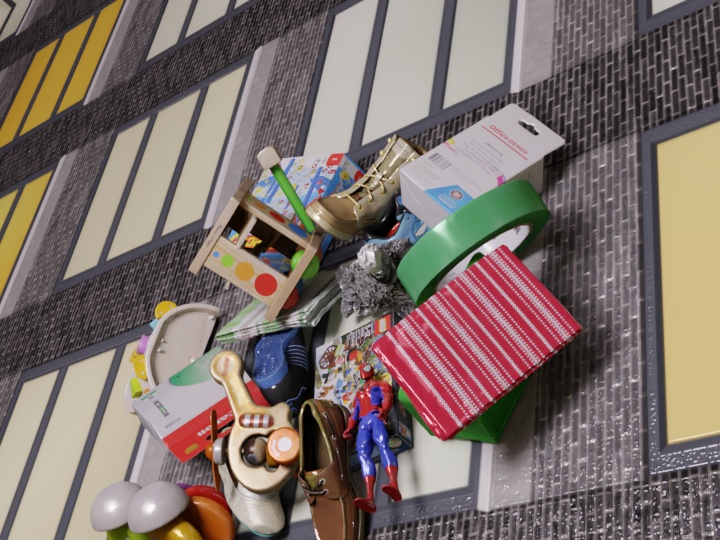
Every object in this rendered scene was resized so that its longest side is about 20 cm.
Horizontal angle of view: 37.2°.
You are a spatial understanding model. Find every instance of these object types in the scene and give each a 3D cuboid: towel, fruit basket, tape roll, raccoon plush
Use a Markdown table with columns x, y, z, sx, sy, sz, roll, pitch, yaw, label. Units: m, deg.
| x | y | z | sx | sy | sz | roll | pitch | yaw | label |
| --- | --- | --- | --- | --- | --- | --- | --- | --- | --- |
| -0.108 | 0.054 | 1.598 | 0.198 | 0.031 | 0.149 | -16 | 19 | 40 | towel |
| 0.108 | 0.090 | 1.286 | 0.213 | 0.156 | 0.218 | -12 | 57 | 19 | fruit basket |
| 0.127 | 0.078 | 1.188 | 0.199 | 0.023 | 0.145 | -37 | 64 | -8 | towel |
| 0.139 | -0.031 | 1.315 | 0.200 | 0.200 | 0.048 | -38 | 74 | 14 | tape roll |
| 0.000 | 0.000 | 1.441 | 0.132 | 0.200 | 0.098 | -10 | 62 | 24 | raccoon plush |

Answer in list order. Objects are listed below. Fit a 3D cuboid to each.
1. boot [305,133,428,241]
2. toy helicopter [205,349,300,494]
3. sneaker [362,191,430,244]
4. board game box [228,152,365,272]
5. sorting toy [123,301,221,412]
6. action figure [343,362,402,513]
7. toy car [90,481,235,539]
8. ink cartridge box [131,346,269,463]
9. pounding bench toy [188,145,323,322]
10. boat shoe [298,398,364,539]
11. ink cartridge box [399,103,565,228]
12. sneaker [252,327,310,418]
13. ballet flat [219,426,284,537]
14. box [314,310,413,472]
| x | y | z | sx | sy | sz | roll | pitch | yaw | label |
| --- | --- | --- | --- | --- | --- | --- | --- | --- | --- |
| 0.016 | -0.120 | 1.513 | 0.073 | 0.199 | 0.156 | 46 | 112 | 20 | boot |
| -0.154 | 0.197 | 1.391 | 0.131 | 0.079 | 0.201 | -27 | 65 | -2 | toy helicopter |
| 0.087 | -0.080 | 1.496 | 0.199 | 0.090 | 0.079 | -39 | 36 | 8 | sneaker |
| -0.113 | -0.092 | 1.750 | 0.199 | 0.056 | 0.197 | 1 | 58 | 47 | board game box |
| -0.333 | 0.153 | 1.745 | 0.180 | 0.106 | 0.202 | -33 | 33 | 52 | sorting toy |
| 0.014 | 0.191 | 1.298 | 0.065 | 0.052 | 0.201 | -34 | 36 | 24 | action figure |
| -0.246 | 0.345 | 1.416 | 0.198 | 0.177 | 0.150 | -10 | 19 | 41 | toy car |
| -0.232 | 0.190 | 1.552 | 0.160 | 0.051 | 0.199 | -33 | 20 | -19 | ink cartridge box |
| -0.118 | -0.056 | 1.512 | 0.201 | 0.155 | 0.124 | -57 | 6 | 16 | pounding bench toy |
| -0.046 | 0.257 | 1.301 | 0.071 | 0.068 | 0.203 | -23 | 63 | 28 | boat shoe |
| 0.164 | -0.129 | 1.422 | 0.199 | 0.068 | 0.115 | -32 | 52 | -19 | ink cartridge box |
| -0.107 | 0.139 | 1.523 | 0.069 | 0.079 | 0.200 | -24 | 18 | 13 | sneaker |
| -0.154 | 0.276 | 1.431 | 0.200 | 0.067 | 0.063 | 41 | 129 | 55 | ballet flat |
| 0.001 | 0.163 | 1.406 | 0.136 | 0.038 | 0.202 | -28 | 40 | 26 | box |
